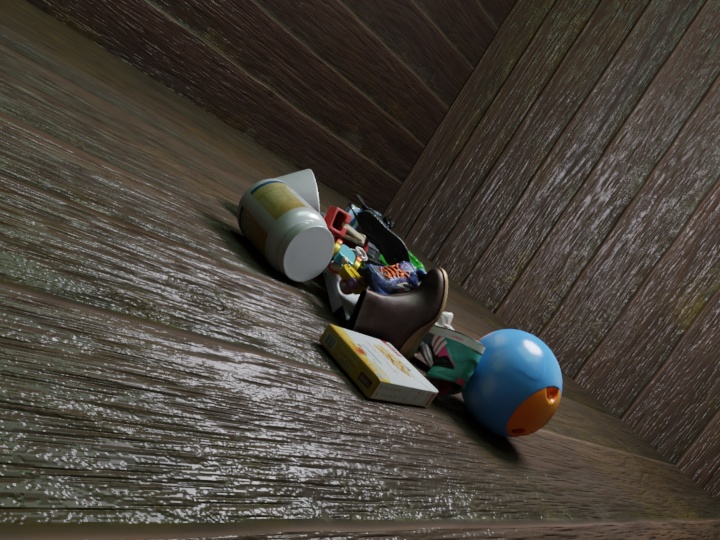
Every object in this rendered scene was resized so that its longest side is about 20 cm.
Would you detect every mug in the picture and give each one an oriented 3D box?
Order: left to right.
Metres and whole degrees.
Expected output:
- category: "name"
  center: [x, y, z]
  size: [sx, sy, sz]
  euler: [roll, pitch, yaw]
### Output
- category: "mug"
  center: [-0.189, -0.149, 1.498]
  size: [0.148, 0.190, 0.152]
  euler: [-9, 49, -16]

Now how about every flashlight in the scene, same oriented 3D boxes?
- category: "flashlight"
  center: [-0.035, -0.080, 1.551]
  size: [0.197, 0.069, 0.068]
  euler: [31, -4, 24]

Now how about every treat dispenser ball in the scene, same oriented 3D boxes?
- category: "treat dispenser ball"
  center: [0.293, 0.219, 1.188]
  size: [0.198, 0.204, 0.201]
  euler: [33, 9, -6]

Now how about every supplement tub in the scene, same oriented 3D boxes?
- category: "supplement tub"
  center: [-0.154, -0.083, 1.251]
  size: [0.143, 0.147, 0.200]
  euler: [24, 15, -48]

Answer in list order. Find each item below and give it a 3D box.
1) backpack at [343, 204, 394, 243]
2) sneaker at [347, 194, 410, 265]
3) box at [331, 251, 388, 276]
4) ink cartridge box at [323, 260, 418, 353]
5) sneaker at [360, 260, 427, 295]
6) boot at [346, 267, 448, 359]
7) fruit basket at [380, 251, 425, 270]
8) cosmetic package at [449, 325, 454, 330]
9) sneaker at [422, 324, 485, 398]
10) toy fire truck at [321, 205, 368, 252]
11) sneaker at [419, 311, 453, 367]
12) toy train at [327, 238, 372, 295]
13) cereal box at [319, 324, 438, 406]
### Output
- category: "backpack"
  center: [-0.012, -0.088, 1.688]
  size: [0.144, 0.186, 0.200]
  euler: [30, -3, -2]
- category: "sneaker"
  center: [0.044, -0.086, 1.402]
  size: [0.201, 0.060, 0.104]
  euler: [49, 6, -6]
- category: "box"
  center: [0.000, 0.000, 1.440]
  size: [0.188, 0.049, 0.200]
  euler: [21, -8, 6]
- category: "ink cartridge box"
  center: [0.018, 0.088, 1.290]
  size: [0.196, 0.041, 0.202]
  euler: [29, 24, -28]
- category: "sneaker"
  center: [0.071, 0.012, 1.226]
  size: [0.198, 0.079, 0.076]
  euler: [13, 33, -55]
- category: "boot"
  center: [0.074, 0.066, 1.162]
  size: [0.164, 0.205, 0.072]
  euler: [25, 0, -33]
- category: "fruit basket"
  center: [0.136, 0.054, 1.767]
  size: [0.215, 0.151, 0.222]
  euler: [162, -90, -79]
- category: "cosmetic package"
  center: [0.167, 0.126, 1.456]
  size: [0.201, 0.074, 0.102]
  euler: [49, 5, 10]
- category: "sneaker"
  center: [0.158, 0.180, 1.182]
  size: [0.082, 0.124, 0.199]
  euler: [29, -8, -19]
- category: "toy fire truck"
  center: [-0.035, -0.081, 1.364]
  size: [0.139, 0.050, 0.198]
  euler: [12, -14, 47]
- category: "sneaker"
  center: [0.165, 0.135, 1.313]
  size: [0.078, 0.097, 0.205]
  euler: [5, 60, -84]
- category: "toy train"
  center: [-0.002, 0.025, 1.257]
  size: [0.148, 0.056, 0.202]
  euler: [25, 26, -46]
- category: "cereal box"
  center: [0.034, 0.163, 1.028]
  size: [0.143, 0.040, 0.198]
  euler: [42, 11, 35]
